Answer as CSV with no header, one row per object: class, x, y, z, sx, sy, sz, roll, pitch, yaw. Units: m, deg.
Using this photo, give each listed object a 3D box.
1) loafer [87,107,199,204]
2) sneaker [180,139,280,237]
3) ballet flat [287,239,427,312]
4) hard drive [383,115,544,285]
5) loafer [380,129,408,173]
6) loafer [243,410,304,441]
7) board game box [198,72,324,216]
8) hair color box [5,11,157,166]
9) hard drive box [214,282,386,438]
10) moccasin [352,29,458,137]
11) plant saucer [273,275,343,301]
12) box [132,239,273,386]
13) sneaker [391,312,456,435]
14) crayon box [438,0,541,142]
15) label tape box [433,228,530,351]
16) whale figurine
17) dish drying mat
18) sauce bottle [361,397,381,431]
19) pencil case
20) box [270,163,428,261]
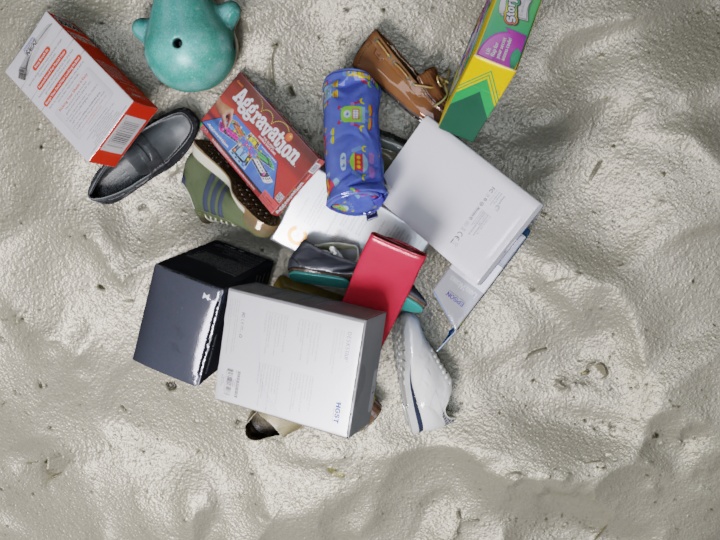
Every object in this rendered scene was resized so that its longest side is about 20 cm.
loafer,-0.320,-0.164,1.081,0.200,0.070,0.068,-36,101,13
sneaker,-0.196,-0.097,1.067,0.200,0.067,0.090,48,119,25
ballet flat,0.000,0.000,1.007,0.199,0.073,0.073,14,105,6
hard drive,0.124,-0.095,0.977,0.200,0.025,0.132,43,106,23
loafer,0.080,-0.146,1.065,0.199,0.075,0.070,23,110,8
loafer,-0.110,0.218,1.132,0.076,0.067,0.200,45,130,-5
board game box,-0.145,-0.182,1.042,0.103,0.019,0.200,-47,66,12
hair color box,-0.394,-0.254,1.037,0.200,0.064,0.111,45,104,12
hard drive box,-0.080,0.113,0.966,0.199,0.077,0.157,13,99,21
moccasin,0.086,-0.261,1.035,0.201,0.074,0.078,40,112,3
plant saucer,-0.078,0.111,1.071,0.199,0.048,0.201,18,68,16
box,-0.221,0.053,1.060,0.104,0.200,0.149,20,105,9
sneaker,0.098,0.156,1.144,0.080,0.076,0.201,-11,108,-5
crayon box,0.172,-0.291,0.923,0.058,0.173,0.201,22,71,-2
label tape box,0.157,0.009,1.053,0.066,0.143,0.200,39,104,8
whale figurine,-0.246,-0.349,1.013,0.158,0.104,0.201,-7,104,6
dish drying mat,0.018,0.037,0.971,0.077,0.018,0.200,23,128,1
sauce bottle,-0.054,0.167,1.154,0.065,0.065,0.200,-44,98,13
pencil case,-0.007,-0.171,0.990,0.086,0.078,0.201,-5,72,5
box,-0.010,-0.057,1.076,0.200,0.098,0.125,31,105,-5
